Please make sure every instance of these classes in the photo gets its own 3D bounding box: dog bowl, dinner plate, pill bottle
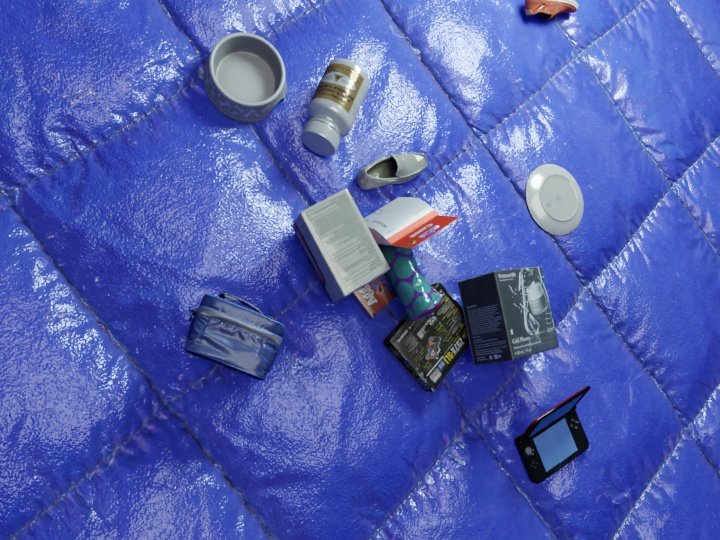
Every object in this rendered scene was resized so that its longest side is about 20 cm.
[{"bbox_3d":[-0.261,-0.450,1.198,0.194,0.059,0.207,4,79,-19],"label":"dog bowl"},{"bbox_3d":[0.546,-0.201,1.447,0.194,0.024,0.207,3,79,-17],"label":"dinner plate"},{"bbox_3d":[-0.062,-0.379,1.222,0.112,0.114,0.204,26,73,-12],"label":"pill bottle"}]

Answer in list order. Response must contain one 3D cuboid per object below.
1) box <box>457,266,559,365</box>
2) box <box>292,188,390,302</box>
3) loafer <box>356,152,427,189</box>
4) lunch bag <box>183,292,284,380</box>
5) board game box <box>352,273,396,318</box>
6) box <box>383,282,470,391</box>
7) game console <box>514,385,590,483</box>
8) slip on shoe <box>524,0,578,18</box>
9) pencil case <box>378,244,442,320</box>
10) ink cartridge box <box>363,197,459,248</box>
[{"bbox_3d":[0.352,0.105,1.241,0.196,0.123,0.203,-5,79,-39],"label":"box"},{"bbox_3d":[-0.046,-0.052,1.149,0.126,0.109,0.204,-28,89,-21],"label":"box"},{"bbox_3d":[0.084,-0.247,1.271,0.196,0.070,0.072,-23,87,-21],"label":"loafer"},{"bbox_3d":[-0.256,0.125,1.049,0.196,0.136,0.135,24,73,-12],"label":"lunch bag"},{"bbox_3d":[0.000,0.000,1.223,0.102,0.019,0.201,-40,94,-20],"label":"board game box"},{"bbox_3d":[0.172,0.155,1.237,0.160,0.049,0.200,47,69,-8],"label":"box"},{"bbox_3d":[0.487,0.399,1.261,0.196,0.118,0.176,-22,87,-21],"label":"game console"},{"bbox_3d":[0.563,-0.779,1.546,0.195,0.074,0.063,-9,117,-26],"label":"slip on shoe"},{"bbox_3d":[0.111,0.014,1.195,0.091,0.085,0.203,-26,70,-3],"label":"pencil case"},{"bbox_3d":[0.099,-0.112,1.175,0.161,0.198,0.058,-32,110,-28],"label":"ink cartridge box"}]
